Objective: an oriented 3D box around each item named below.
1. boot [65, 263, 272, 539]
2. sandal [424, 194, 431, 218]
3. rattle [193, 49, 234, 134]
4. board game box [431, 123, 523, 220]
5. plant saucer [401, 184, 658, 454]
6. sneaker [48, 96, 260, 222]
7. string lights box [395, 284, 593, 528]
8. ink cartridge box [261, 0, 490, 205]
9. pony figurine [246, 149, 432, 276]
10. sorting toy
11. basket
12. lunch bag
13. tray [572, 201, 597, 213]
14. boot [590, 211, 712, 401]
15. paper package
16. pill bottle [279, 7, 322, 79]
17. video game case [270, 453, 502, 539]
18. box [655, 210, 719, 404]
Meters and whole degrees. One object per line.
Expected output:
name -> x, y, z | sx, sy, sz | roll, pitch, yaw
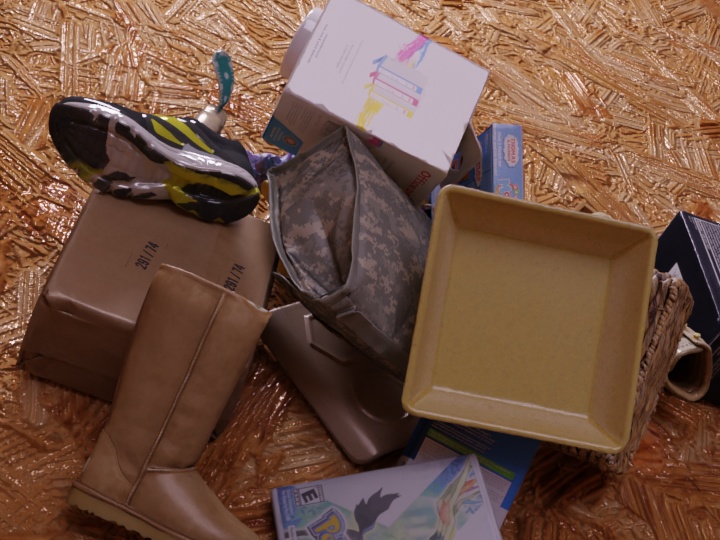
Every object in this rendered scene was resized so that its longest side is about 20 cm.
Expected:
boot -> -0.118, 0.118, 0.909 | 0.174, 0.066, 0.201 | 24, 80, -5
sandal -> 0.116, -0.028, 1.322 | 0.200, 0.075, 0.048 | 29, 59, 12
rattle -> -0.128, -0.112, 1.182 | 0.142, 0.130, 0.201 | 20, 56, 8
board game box -> 0.116, -0.050, 1.187 | 0.036, 0.200, 0.152 | 2, 81, -13
plant saucer -> 0.144, 0.044, 1.009 | 0.199, 0.048, 0.201 | 12, 82, -5
sneaker -> -0.186, -0.108, 1.053 | 0.199, 0.075, 0.085 | 24, 31, -23
string lights box -> 0.118, 0.125, 1.050 | 0.102, 0.059, 0.201 | 28, 81, -1
ink cartridge box -> 0.024, -0.158, 1.155 | 0.199, 0.129, 0.126 | 26, 71, -8
pony figurine -> -0.033, -0.105, 1.259 | 0.199, 0.167, 0.194 | -21, 74, -34
sorting toy -> 0.021, 0.093, 1.149 | 0.199, 0.037, 0.185 | -18, 57, -38
basket -> 0.227, 0.085, 1.159 | 0.148, 0.201, 0.143 | 20, -4, 25
lunch bag -> 0.000, 0.000, 1.074 | 0.164, 0.117, 0.201 | 44, 26, -41
tray -> 0.264, -0.009, 1.409 | 0.099, 0.037, 0.200 | 39, 40, 12
boot -> 0.304, 0.041, 1.253 | 0.073, 0.200, 0.156 | -31, 37, -2
paper package -> -0.180, 0.024, 1.041 | 0.190, 0.104, 0.200 | 22, 38, -11
pill bottle -> 0.008, -0.237, 1.442 | 0.199, 0.114, 0.114 | 29, 38, 1
video game case -> 0.030, 0.247, 0.929 | 0.181, 0.022, 0.201 | -9, 47, -7
box -> 0.455, 0.058, 1.380 | 0.197, 0.123, 0.201 | 15, 42, -16
